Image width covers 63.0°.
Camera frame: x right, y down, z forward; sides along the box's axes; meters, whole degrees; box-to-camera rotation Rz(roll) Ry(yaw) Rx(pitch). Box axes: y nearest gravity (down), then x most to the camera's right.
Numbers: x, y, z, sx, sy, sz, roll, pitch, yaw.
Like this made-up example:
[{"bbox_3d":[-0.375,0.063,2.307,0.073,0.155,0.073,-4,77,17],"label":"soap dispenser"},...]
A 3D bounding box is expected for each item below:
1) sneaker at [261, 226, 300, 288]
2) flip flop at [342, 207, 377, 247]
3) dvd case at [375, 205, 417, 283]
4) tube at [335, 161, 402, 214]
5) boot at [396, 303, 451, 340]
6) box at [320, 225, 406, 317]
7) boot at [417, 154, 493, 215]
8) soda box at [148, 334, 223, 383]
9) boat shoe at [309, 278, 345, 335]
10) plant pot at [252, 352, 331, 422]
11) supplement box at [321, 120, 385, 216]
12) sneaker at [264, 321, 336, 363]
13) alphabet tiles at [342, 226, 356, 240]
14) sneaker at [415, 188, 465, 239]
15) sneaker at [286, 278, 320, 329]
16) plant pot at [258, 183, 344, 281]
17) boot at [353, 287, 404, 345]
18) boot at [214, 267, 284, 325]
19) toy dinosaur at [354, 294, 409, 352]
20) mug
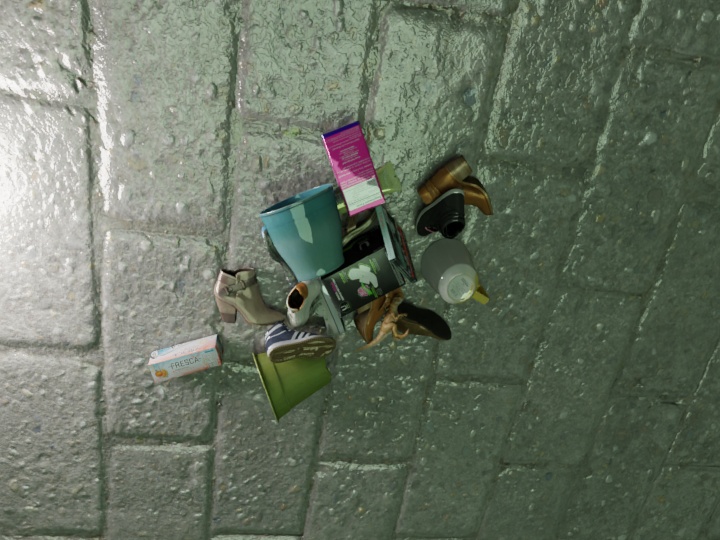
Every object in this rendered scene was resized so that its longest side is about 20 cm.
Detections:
[{"bbox_3d":[-0.190,-0.047,1.555,0.080,0.074,0.202,-27,125,9],"label":"sneaker"},{"bbox_3d":[-0.019,-0.123,1.545,0.198,0.081,0.058,-38,99,8],"label":"flip flop"},{"bbox_3d":[0.094,-0.063,1.501,0.021,0.151,0.200,-19,157,14],"label":"dvd case"},{"bbox_3d":[0.008,-0.203,1.527,0.195,0.053,0.059,-27,130,2],"label":"tube"},{"bbox_3d":[0.177,0.161,1.720,0.195,0.075,0.076,24,135,-19],"label":"boot"},{"bbox_3d":[0.000,0.000,1.553,0.195,0.149,0.127,-26,115,3],"label":"box"},{"bbox_3d":[0.255,-0.188,1.561,0.153,0.078,0.200,-35,125,15],"label":"boot"},{"bbox_3d":[-0.484,0.245,1.640,0.193,0.069,0.066,-14,116,-3],"label":"soda box"},{"bbox_3d":[-0.108,0.103,1.635,0.083,0.076,0.206,-17,129,3],"label":"boat shoe"},{"bbox_3d":[-0.185,0.292,1.658,0.185,0.200,0.206,-22,117,-11],"label":"plant pot"},{"bbox_3d":[-0.017,-0.248,1.444,0.100,0.101,0.207,-18,100,0],"label":"supplement box"},{"bbox_3d":[-0.169,0.188,1.604,0.193,0.109,0.072,-4,119,-24],"label":"sneaker"},{"bbox_3d":[-0.084,-0.041,1.609,0.161,0.008,0.206,-14,115,-2],"label":"alphabet tiles"},{"bbox_3d":[0.203,-0.117,1.526,0.069,0.102,0.200,13,148,-24],"label":"sneaker"},{"bbox_3d":[-0.178,0.095,1.585,0.083,0.073,0.203,-25,153,-41],"label":"sneaker"},{"bbox_3d":[-0.129,-0.087,1.452,0.194,0.200,0.194,-20,103,1],"label":"plant pot"},{"bbox_3d":[0.056,0.113,1.668,0.151,0.074,0.204,-27,137,-17],"label":"boot"},{"bbox_3d":[-0.298,0.068,1.594,0.192,0.070,0.152,1,107,-17],"label":"boot"},{"bbox_3d":[0.077,0.162,1.646,0.104,0.060,0.204,30,101,0],"label":"toy dinosaur"},{"bbox_3d":[0.269,0.012,1.608,0.179,0.154,0.155,0,114,-9],"label":"mug"}]
